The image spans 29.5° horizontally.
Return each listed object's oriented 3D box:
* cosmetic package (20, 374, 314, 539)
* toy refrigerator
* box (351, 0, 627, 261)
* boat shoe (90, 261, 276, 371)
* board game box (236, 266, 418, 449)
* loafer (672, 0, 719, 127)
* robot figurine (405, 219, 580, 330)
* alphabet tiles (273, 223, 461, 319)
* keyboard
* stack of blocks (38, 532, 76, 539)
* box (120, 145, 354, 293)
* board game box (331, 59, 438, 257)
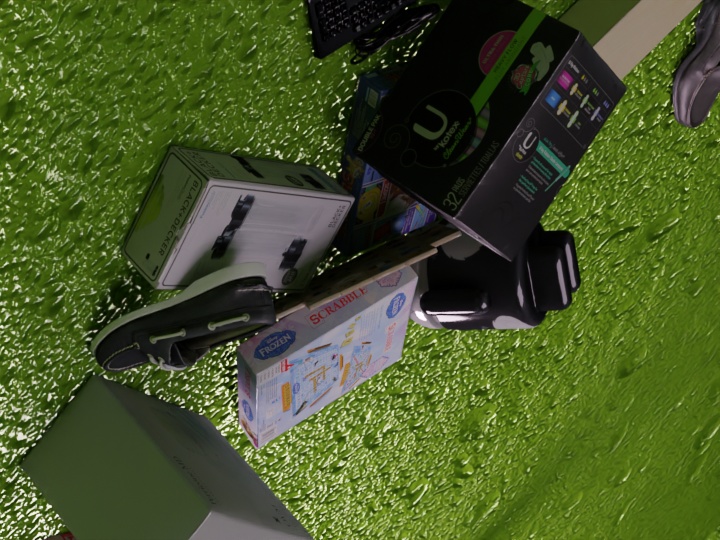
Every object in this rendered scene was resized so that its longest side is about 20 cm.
[{"bbox_3d":[-0.183,0.225,1.318,0.123,0.199,0.200,-51,148,5],"label":"cosmetic package"},{"bbox_3d":[0.279,-0.271,1.475,0.200,0.070,0.076,-45,141,-7],"label":"toy refrigerator"},{"bbox_3d":[0.122,-0.141,1.278,0.201,0.148,0.124,-57,143,2],"label":"box"},{"bbox_3d":[-0.161,0.057,1.223,0.199,0.061,0.075,-28,161,31],"label":"boat shoe"},{"bbox_3d":[-0.038,0.087,1.443,0.199,0.041,0.200,-30,158,-19],"label":"board game box"},{"bbox_3d":[0.440,-0.254,1.680,0.073,0.072,0.201,-27,143,-32],"label":"loafer"},{"bbox_3d":[0.132,0.001,1.472,0.150,0.199,0.126,30,61,-61],"label":"robot figurine"},{"bbox_3d":[0.000,0.000,1.346,0.199,0.006,0.166,-25,-172,-6],"label":"alphabet tiles"},{"bbox_3d":[0.042,-0.252,1.237,0.200,0.040,0.104,-35,145,-19],"label":"keyboard"},{"bbox_3d":[-0.255,0.323,1.415,0.199,0.115,0.059,-7,129,-46],"label":"stack of blocks"},{"bbox_3d":[-0.109,-0.043,1.255,0.199,0.060,0.117,1,124,-51],"label":"box"},{"bbox_3d":[0.042,-0.119,1.379,0.135,0.034,0.201,-22,139,-37],"label":"board game box"}]
